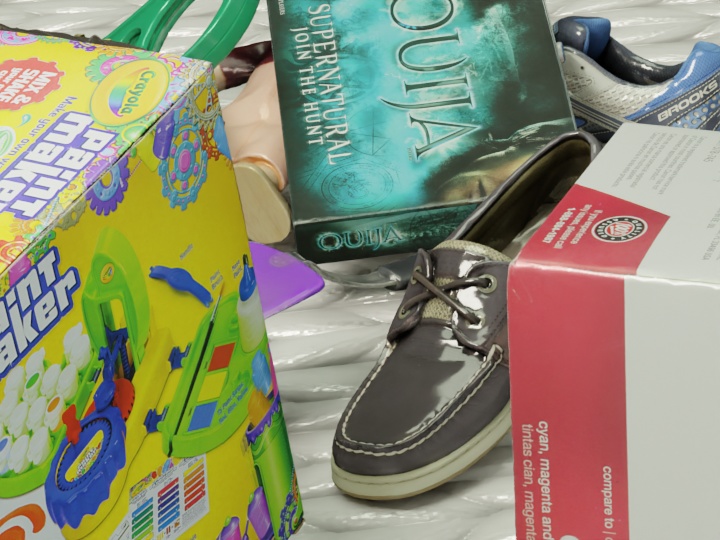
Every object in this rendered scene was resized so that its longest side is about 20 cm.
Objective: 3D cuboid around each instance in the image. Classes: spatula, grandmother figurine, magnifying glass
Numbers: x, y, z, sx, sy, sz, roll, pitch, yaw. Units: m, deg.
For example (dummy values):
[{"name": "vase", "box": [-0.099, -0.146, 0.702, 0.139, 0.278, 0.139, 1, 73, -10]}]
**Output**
[{"name": "spatula", "box": [0.000, 0.000, 1.242, 0.200, 0.021, 0.056, -8, 26, -41]}, {"name": "grandmother figurine", "box": [-0.033, -0.088, 1.462, 0.121, 0.061, 0.200, 14, 39, 20]}, {"name": "magnifying glass", "box": [-0.119, -0.110, 1.510, 0.200, 0.022, 0.080, -16, 44, 47]}]

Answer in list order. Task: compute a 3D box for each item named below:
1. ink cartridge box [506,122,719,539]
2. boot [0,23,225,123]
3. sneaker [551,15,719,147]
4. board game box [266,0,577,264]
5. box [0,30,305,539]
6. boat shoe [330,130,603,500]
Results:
[{"name": "ink cartridge box", "box": [0.170, 0.043, 1.062, 0.200, 0.145, 0.145, 6, 24, 21]}, {"name": "boot", "box": [-0.179, -0.099, 1.388, 0.174, 0.069, 0.200, 5, 21, -44]}, {"name": "sneaker", "box": [0.095, -0.088, 1.461, 0.200, 0.085, 0.077, 3, 24, 17]}, {"name": "board game box", "box": [0.028, -0.083, 1.379, 0.135, 0.028, 0.200, -8, 41, -1]}, {"name": "box", "box": [-0.129, 0.055, 0.964, 0.122, 0.193, 0.200, 10, 38, 28]}, {"name": "boat shoe", "box": [0.047, 0.014, 1.207, 0.072, 0.065, 0.200, 11, 42, 37]}]
